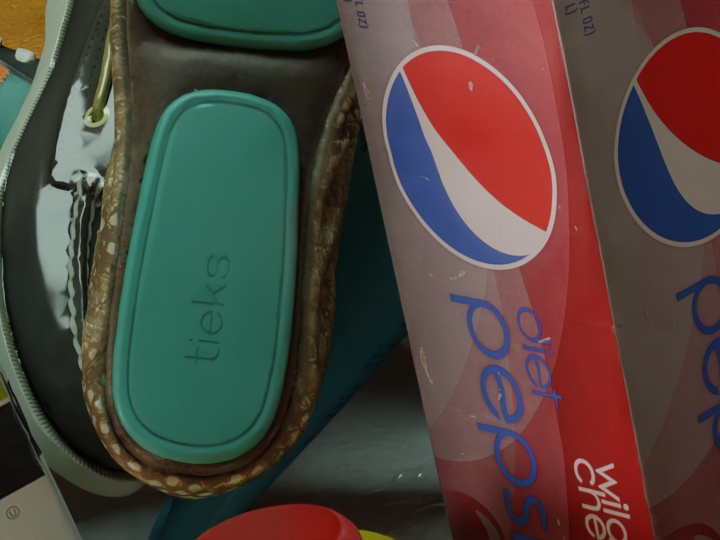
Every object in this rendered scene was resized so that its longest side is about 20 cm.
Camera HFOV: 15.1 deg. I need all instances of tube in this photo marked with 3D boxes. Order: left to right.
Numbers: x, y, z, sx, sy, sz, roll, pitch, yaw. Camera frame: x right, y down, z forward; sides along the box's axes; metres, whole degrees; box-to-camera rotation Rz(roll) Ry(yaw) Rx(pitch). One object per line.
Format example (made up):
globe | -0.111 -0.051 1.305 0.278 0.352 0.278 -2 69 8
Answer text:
tube | 0.000 0.000 0.705 0.200 0.050 0.077 -54 3 22

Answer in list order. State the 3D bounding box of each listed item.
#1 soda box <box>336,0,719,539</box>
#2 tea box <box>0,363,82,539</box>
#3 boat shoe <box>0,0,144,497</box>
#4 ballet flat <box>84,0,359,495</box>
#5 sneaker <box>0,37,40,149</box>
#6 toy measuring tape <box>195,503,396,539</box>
soda box | 0.052 -0.003 0.593 0.063 0.200 0.070 -29 26 -37
tea box | -0.184 0.009 0.693 0.134 0.197 0.200 -29 25 -15
boat shoe | -0.053 -0.035 0.729 0.061 0.072 0.201 -31 41 36
ballet flat | -0.029 -0.045 0.655 0.070 0.200 0.065 14 -9 -2
sneaker | -0.116 -0.039 0.804 0.080 0.071 0.200 -30 66 -11
toy measuring tape | -0.009 0.100 0.553 0.074 0.074 0.200 -13 21 0
